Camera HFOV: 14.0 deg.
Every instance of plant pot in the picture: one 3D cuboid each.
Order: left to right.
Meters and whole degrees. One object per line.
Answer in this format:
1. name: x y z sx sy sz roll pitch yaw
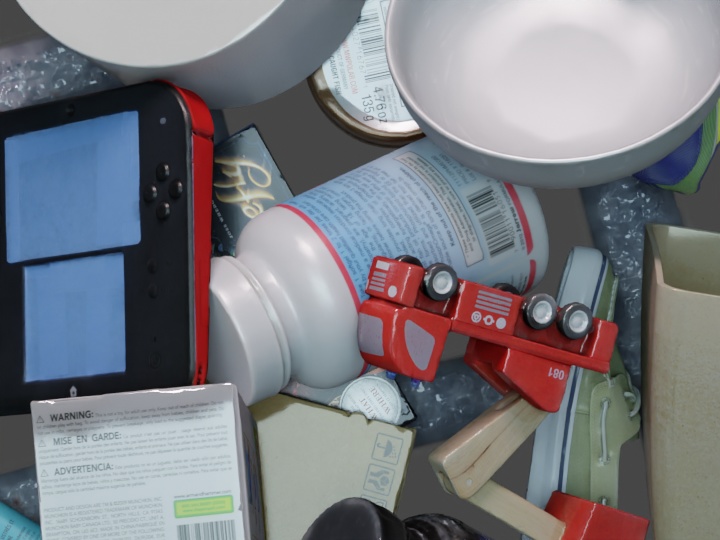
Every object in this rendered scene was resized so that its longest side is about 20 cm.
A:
1. plant pot: 0.248 0.090 1.662 0.199 0.200 0.178 9 101 2

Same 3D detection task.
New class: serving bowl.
1. serving bowl: 0.115 -0.120 1.662 0.199 0.066 0.201 -4 54 5

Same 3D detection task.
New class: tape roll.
1. tape roll: -0.099 -0.202 1.676 0.202 0.139 0.204 -1 82 11

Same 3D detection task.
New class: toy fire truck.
1. toy fire truck: 0.079 0.079 1.630 0.199 0.049 0.142 16 89 -28

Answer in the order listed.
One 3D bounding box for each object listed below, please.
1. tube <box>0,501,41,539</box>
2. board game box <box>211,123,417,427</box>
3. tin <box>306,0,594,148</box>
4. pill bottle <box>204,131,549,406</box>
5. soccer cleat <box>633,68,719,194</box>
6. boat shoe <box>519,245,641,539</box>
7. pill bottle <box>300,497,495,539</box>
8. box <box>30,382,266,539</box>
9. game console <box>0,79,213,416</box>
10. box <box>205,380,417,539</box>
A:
1. tube: -0.184 0.189 1.737 0.199 0.050 0.078 26 75 4
2. board game box: -0.072 0.033 1.741 0.135 0.035 0.201 -30 89 1
3. tin: 0.064 -0.137 1.740 0.199 0.042 0.113 -12 93 1
4. pill bottle: 0.000 0.000 1.669 0.199 0.109 0.109 -25 89 -24
5. soccer cleat: 0.207 -0.140 1.732 0.084 0.065 0.201 34 76 -41
6. boat shoe: 0.134 0.087 1.721 0.062 0.072 0.201 7 99 3
7. pill bottle: 0.058 0.205 1.657 0.200 0.112 0.112 30 90 -30
8. box: -0.111 0.126 1.594 0.112 0.200 0.102 -6 81 1
9. game console: -0.158 -0.010 1.659 0.199 0.031 0.178 -7 77 44
10. box: -0.070 0.168 1.701 0.163 0.021 0.201 15 84 1
